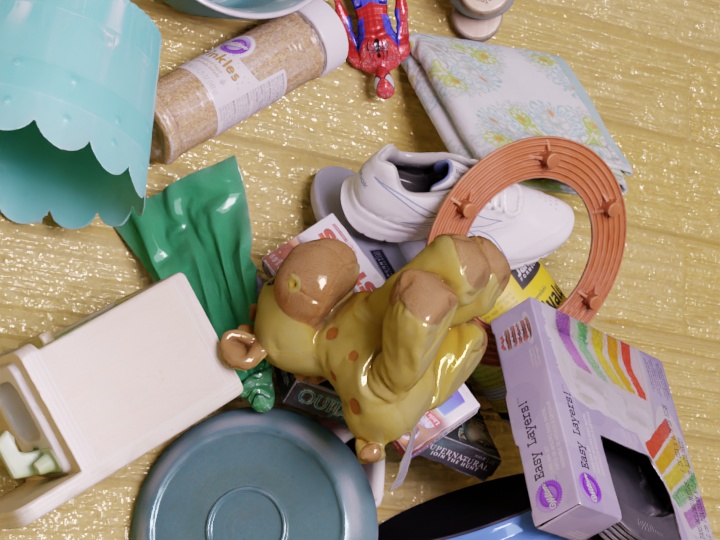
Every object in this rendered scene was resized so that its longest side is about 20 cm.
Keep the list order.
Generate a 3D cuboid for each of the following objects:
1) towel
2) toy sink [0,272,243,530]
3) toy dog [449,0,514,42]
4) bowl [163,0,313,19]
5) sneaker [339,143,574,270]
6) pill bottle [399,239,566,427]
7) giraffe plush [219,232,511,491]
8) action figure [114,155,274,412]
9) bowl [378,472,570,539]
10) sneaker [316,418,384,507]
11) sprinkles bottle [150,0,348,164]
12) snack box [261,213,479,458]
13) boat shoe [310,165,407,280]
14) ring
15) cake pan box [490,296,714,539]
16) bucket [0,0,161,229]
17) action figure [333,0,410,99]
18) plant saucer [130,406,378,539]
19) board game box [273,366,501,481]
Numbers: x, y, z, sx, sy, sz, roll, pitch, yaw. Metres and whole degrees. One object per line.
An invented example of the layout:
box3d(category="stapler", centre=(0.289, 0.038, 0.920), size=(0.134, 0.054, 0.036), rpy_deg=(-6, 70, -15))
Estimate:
box3d(category="towel", centre=(0.138, -0.142, 1.471), size=(0.171, 0.048, 0.200), rpy_deg=(8, 37, -30))
box3d(category="toy sink", centre=(-0.214, 0.096, 1.232), size=(0.200, 0.130, 0.112), rpy_deg=(-31, 96, -29))
box3d(category="toy dog", centre=(0.096, -0.310, 1.502), size=(0.096, 0.132, 0.201), rpy_deg=(-32, 107, -8))
box3d(category="bowl", centre=(-0.120, -0.292, 1.376), size=(0.200, 0.105, 0.202), rpy_deg=(6, 77, -28))
box3d(category="sneaker", centre=(0.087, -0.054, 1.345), size=(0.199, 0.087, 0.075), rpy_deg=(8, 62, -16))
box3d(category="pill bottle", centre=(0.118, 0.031, 1.443), size=(0.111, 0.111, 0.200), rpy_deg=(-44, 102, -29))
box3d(category="giraffe plush", centre=(-0.006, 0.041, 1.230), size=(0.201, 0.162, 0.172), rpy_deg=(-66, 160, 12))
box3d(category="action figure", centre=(-0.113, 0.023, 1.311), size=(0.118, 0.055, 0.201), rpy_deg=(-27, 73, 12))
box3d(category="bowl", centre=(0.094, 0.211, 1.341), size=(0.200, 0.200, 0.040), rpy_deg=(-19, 93, -31))
box3d(category="sneaker", centre=(-0.051, 0.199, 1.318), size=(0.075, 0.105, 0.201), rpy_deg=(45, 63, -18))
box3d(category="sprinkles bottle", centre=(-0.102, -0.161, 1.381), size=(0.200, 0.068, 0.068), rpy_deg=(-34, 97, -30))
box3d(category="snack box", centre=(0.006, 0.051, 1.303), size=(0.072, 0.024, 0.200), rpy_deg=(-33, 73, -16))
box3d(category="boat shoe", centre=(0.000, 0.000, 1.394), size=(0.073, 0.065, 0.201), rpy_deg=(0, 50, -29))
box3d(category="ring", centre=(0.139, -0.012, 1.342), size=(0.200, 0.019, 0.201), rpy_deg=(-11, 114, -25))
box3d(category="cake pan box", centre=(0.195, 0.138, 1.317), size=(0.184, 0.052, 0.201), rpy_deg=(24, 43, -37))
box3d(category="bucket", centre=(-0.246, -0.128, 1.221), size=(0.206, 0.207, 0.135), rpy_deg=(19, 69, -25))
box3d(category="action figure", centre=(0.006, -0.251, 1.466), size=(0.065, 0.052, 0.201), rpy_deg=(-11, 86, 1))
box3d(category="plant saucer", centre=(-0.086, 0.201, 1.273), size=(0.199, 0.027, 0.201), rpy_deg=(-3, 73, 9))
box3d(category="board game box", centre=(0.016, 0.096, 1.369), size=(0.199, 0.135, 0.028), rpy_deg=(23, 112, -24))
